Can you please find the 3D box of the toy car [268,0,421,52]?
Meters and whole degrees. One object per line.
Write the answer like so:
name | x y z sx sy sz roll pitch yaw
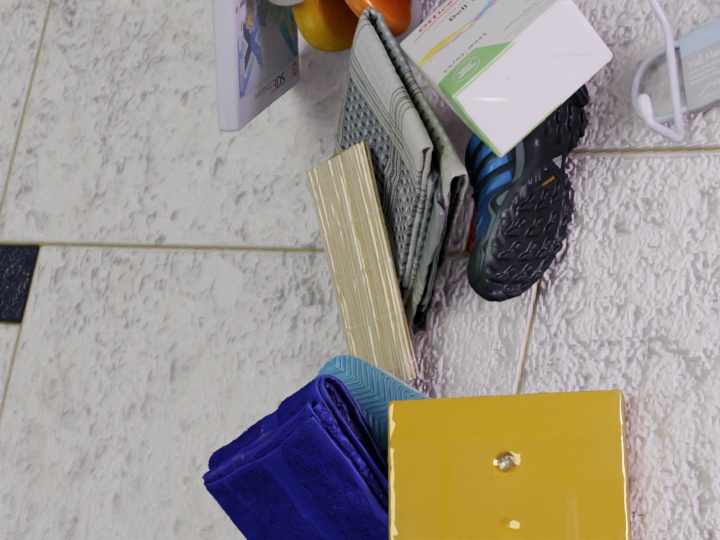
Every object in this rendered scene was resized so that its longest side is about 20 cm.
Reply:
toy car | 0.012 -0.283 1.711 0.149 0.175 0.201 -5 71 39

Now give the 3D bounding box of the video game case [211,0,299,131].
video game case | -0.088 -0.237 1.749 0.022 0.182 0.201 3 109 15

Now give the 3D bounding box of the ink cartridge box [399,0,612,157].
ink cartridge box | 0.104 -0.176 1.589 0.117 0.067 0.200 -42 24 3

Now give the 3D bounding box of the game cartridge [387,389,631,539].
game cartridge | 0.107 0.188 1.477 0.175 0.032 0.201 -3 71 9

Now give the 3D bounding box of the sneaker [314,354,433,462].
sneaker | 0.056 0.136 1.580 0.200 0.081 0.077 38 92 25

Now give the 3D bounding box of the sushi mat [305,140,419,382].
sushi mat | 0.000 0.000 1.670 0.096 0.012 0.201 -27 73 58

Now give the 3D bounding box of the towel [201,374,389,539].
towel | -0.040 0.176 1.592 0.148 0.049 0.200 56 143 2

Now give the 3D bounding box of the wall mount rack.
wall mount rack | 0.259 -0.196 1.503 0.199 0.074 0.175 -23 59 36

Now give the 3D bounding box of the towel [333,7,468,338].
towel | 0.022 -0.076 1.652 0.193 0.034 0.201 104 149 -45

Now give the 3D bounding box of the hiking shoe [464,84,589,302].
hiking shoe | 0.118 -0.066 1.603 0.086 0.074 0.201 -2 62 48
